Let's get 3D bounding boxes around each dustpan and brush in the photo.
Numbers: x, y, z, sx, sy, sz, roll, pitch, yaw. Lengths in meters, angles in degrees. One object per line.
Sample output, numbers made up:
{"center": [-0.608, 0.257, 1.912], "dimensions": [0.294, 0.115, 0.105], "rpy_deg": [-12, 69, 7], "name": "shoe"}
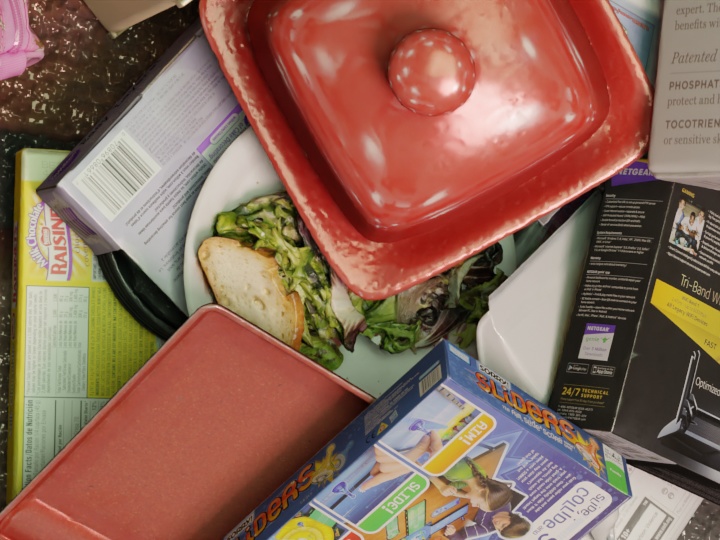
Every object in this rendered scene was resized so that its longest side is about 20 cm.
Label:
{"center": [0.123, 0.074, 1.647], "dimensions": [0.140, 0.057, 0.200], "rpy_deg": [-42, 114, -44], "name": "dustpan and brush"}

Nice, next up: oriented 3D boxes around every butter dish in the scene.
{"center": [0.036, -0.105, 1.500], "dimensions": [0.200, 0.148, 0.200], "rpy_deg": [-28, 94, 4], "name": "butter dish"}

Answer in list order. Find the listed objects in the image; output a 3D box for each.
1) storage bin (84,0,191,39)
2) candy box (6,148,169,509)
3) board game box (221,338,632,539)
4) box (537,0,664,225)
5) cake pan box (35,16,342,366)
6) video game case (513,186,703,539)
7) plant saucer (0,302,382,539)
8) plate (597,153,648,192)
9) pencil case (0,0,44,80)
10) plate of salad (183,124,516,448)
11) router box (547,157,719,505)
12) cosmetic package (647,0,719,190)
{"center": [-0.071, -0.224, 1.572], "dimensions": [0.198, 0.200, 0.094], "rpy_deg": [-39, 99, -13], "name": "storage bin"}
{"center": [-0.145, 0.034, 1.631], "dimensions": [0.102, 0.026, 0.200], "rpy_deg": [2, 87, -17], "name": "candy box"}
{"center": [0.029, 0.139, 1.564], "dimensions": [0.135, 0.034, 0.200], "rpy_deg": [34, 119, -26], "name": "board game box"}
{"center": [0.077, -0.143, 1.595], "dimensions": [0.200, 0.038, 0.137], "rpy_deg": [44, 104, -6], "name": "box"}
{"center": [-0.055, -0.046, 1.630], "dimensions": [0.184, 0.052, 0.200], "rpy_deg": [45, 73, -13], "name": "cake pan box"}
{"center": [0.137, 0.071, 1.707], "dimensions": [0.182, 0.024, 0.200], "rpy_deg": [36, 81, -10], "name": "video game case"}
{"center": [-0.066, 0.116, 1.584], "dimensions": [0.199, 0.037, 0.200], "rpy_deg": [32, 120, -25], "name": "plant saucer"}
{"center": [0.199, -0.122, 1.728], "dimensions": [0.200, 0.026, 0.201], "rpy_deg": [1, 88, -15], "name": "plate"}
{"center": [-0.227, -0.196, 1.586], "dimensions": [0.083, 0.087, 0.200], "rpy_deg": [-9, 88, -10], "name": "pencil case"}
{"center": [0.000, 0.000, 1.600], "dimensions": [0.200, 0.048, 0.200], "rpy_deg": [1, 88, -23], "name": "plate of salad"}
{"center": [0.200, 0.043, 1.637], "dimensions": [0.200, 0.052, 0.157], "rpy_deg": [26, 74, -43], "name": "router box"}
{"center": [0.273, -0.137, 1.530], "dimensions": [0.167, 0.166, 0.200], "rpy_deg": [9, 85, -39], "name": "cosmetic package"}
